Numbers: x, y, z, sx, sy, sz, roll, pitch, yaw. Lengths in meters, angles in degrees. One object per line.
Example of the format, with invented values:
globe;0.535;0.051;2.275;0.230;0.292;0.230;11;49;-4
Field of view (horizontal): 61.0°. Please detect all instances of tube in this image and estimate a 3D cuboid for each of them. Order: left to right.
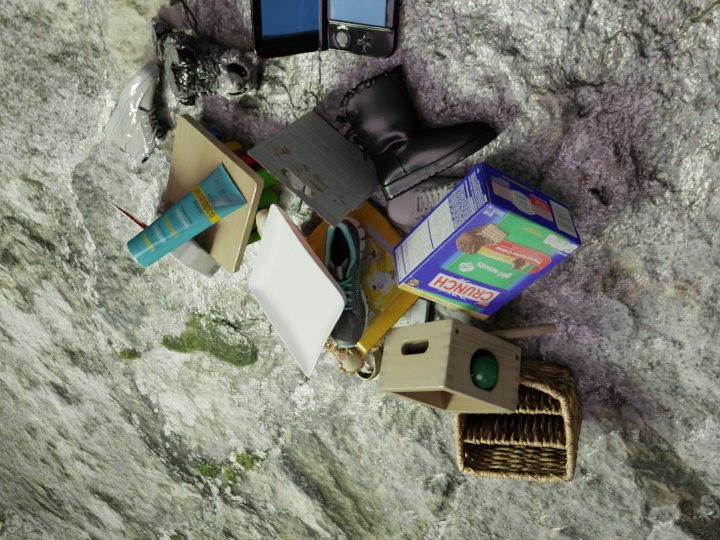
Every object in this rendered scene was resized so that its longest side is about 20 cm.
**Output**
tube;-0.282;-0.082;0.986;0.199;0.050;0.078;-35;90;3

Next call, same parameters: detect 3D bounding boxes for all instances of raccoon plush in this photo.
raccoon plush;-0.240;-0.346;0.960;0.202;0.132;0.097;64;150;20

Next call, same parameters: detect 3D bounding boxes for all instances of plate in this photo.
plate;-0.097;0.031;0.942;0.201;0.032;0.201;52;139;24

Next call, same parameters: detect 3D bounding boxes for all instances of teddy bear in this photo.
teddy bear;-0.052;0.084;1.038;0.197;0.067;0.147;23;98;11

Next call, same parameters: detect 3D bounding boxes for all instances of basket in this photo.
basket;0.255;0.242;1.010;0.197;0.149;0.145;-4;118;30

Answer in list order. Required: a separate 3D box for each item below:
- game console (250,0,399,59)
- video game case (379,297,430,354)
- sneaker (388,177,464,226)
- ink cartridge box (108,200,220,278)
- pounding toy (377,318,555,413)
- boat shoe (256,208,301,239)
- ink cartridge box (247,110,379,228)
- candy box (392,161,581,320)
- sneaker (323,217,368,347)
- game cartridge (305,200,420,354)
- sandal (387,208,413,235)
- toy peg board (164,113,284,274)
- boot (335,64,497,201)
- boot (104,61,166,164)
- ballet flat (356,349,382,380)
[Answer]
game console;-0.043;-0.376;0.791;0.170;0.119;0.203;15;126;18
video game case;0.024;0.098;1.120;0.197;0.023;0.185;16;125;18
sneaker;0.125;-0.107;0.887;0.196;0.084;0.074;-4;85;23
ink cartridge box;-0.347;-0.064;1.116;0.176;0.045;0.200;40;174;2
pounding toy;0.165;0.136;0.950;0.182;0.145;0.199;23;157;-31
boat shoe;-0.125;-0.033;1.065;0.065;0.072;0.201;37;164;33
ink cartridge box;-0.064;-0.143;0.897;0.160;0.200;0.050;40;130;-1
candy box;0.167;-0.031;0.843;0.167;0.078;0.200;19;138;-26
sneaker;-0.031;0.015;0.926;0.076;0.091;0.204;-5;83;9
game cartridge;0.000;0.000;0.982;0.200;0.032;0.176;44;92;8
sandal;0.123;-0.045;0.956;0.198;0.054;0.081;32;129;6
toy peg board;-0.235;-0.141;1.074;0.199;0.097;0.202;40;130;19
boot;0.075;-0.210;0.866;0.196;0.073;0.165;-25;92;21
boot;-0.374;-0.269;1.072;0.095;0.074;0.199;43;138;-12
ballet flat;-0.014;0.111;1.091;0.070;0.071;0.202;-11;114;32
